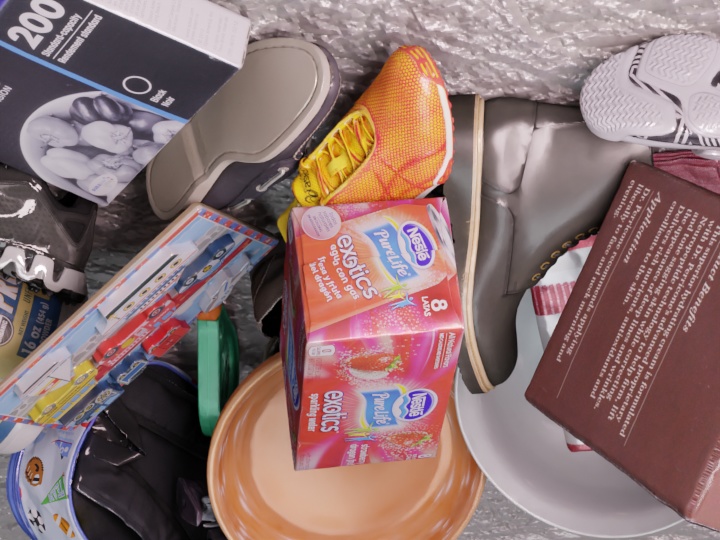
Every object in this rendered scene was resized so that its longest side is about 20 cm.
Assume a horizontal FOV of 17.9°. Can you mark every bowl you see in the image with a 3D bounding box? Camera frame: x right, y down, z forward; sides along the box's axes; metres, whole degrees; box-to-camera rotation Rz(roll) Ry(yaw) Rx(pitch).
[{"bbox_3d":[0.170,0.074,1.564,0.199,0.090,0.203,7,114,15],"label":"bowl"}]

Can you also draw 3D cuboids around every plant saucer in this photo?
[{"bbox_3d":[-0.010,0.131,1.602,0.198,0.038,0.202,-3,113,-7],"label":"plant saucer"}]

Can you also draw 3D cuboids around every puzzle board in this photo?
[{"bbox_3d":[-0.150,0.037,1.507,0.200,0.017,0.151,-43,164,8],"label":"puzzle board"}]

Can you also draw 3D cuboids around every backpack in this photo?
[{"bbox_3d":[-0.176,0.154,1.732,0.153,0.201,0.191,3,147,32],"label":"backpack"}]

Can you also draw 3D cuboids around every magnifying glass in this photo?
[{"bbox_3d":[-0.105,0.042,1.637,0.022,0.080,0.201,3,137,8],"label":"magnifying glass"}]

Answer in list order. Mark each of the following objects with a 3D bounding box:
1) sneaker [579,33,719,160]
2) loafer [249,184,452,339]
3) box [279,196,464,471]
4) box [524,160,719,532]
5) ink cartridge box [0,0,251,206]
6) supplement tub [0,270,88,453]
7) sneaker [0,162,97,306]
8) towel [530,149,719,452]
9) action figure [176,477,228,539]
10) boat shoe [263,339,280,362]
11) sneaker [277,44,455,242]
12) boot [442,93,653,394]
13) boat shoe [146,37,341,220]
[{"bbox_3d":[0.233,-0.079,1.356,0.198,0.076,0.115,-3,144,11],"label":"sneaker"},{"bbox_3d":[0.000,0.000,1.537,0.073,0.072,0.199,29,142,-30],"label":"loafer"},{"bbox_3d":[0.004,0.043,1.439,0.099,0.096,0.200,-5,153,-7],"label":"box"},{"bbox_3d":[0.232,0.058,1.335,0.163,0.167,0.200,22,-172,-29],"label":"box"},{"bbox_3d":[-0.199,-0.131,1.402,0.199,0.044,0.198,24,145,-21],"label":"ink cartridge box"},{"bbox_3d":[-0.305,0.031,1.584,0.199,0.146,0.145,22,146,-22],"label":"supplement tub"},{"bbox_3d":[-0.259,-0.051,1.505,0.199,0.091,0.066,22,175,-26],"label":"sneaker"},{"bbox_3d":[0.181,0.022,1.476,0.143,0.023,0.202,-6,110,21],"label":"towel"},{"bbox_3d":[-0.037,0.186,1.689,0.198,0.131,0.069,-7,-162,-24],"label":"action figure"},{"bbox_3d":[-0.035,0.063,1.654,0.063,0.071,0.200,27,135,-30],"label":"boat shoe"},{"bbox_3d":[0.003,-0.062,1.395,0.077,0.073,0.200,-15,153,-28],"label":"sneaker"},{"bbox_3d":[0.124,-0.014,1.432,0.137,0.078,0.201,-1,122,6],"label":"boot"},{"bbox_3d":[-0.063,-0.089,1.433,0.062,0.073,0.200,-1,158,-37],"label":"boat shoe"}]
